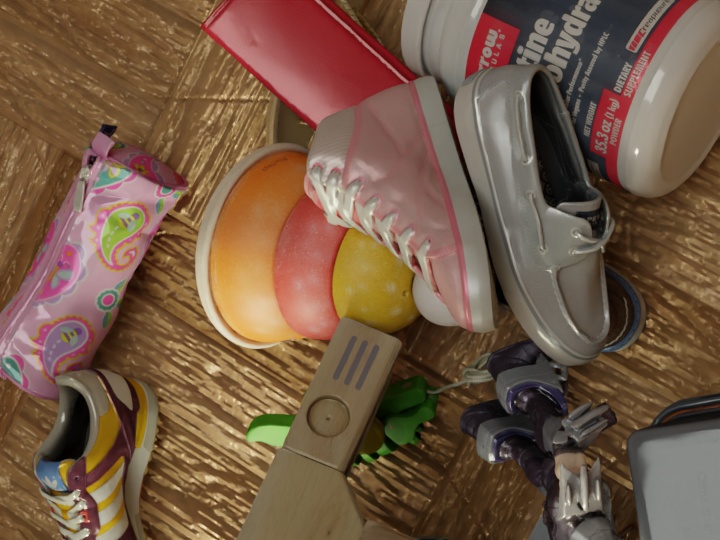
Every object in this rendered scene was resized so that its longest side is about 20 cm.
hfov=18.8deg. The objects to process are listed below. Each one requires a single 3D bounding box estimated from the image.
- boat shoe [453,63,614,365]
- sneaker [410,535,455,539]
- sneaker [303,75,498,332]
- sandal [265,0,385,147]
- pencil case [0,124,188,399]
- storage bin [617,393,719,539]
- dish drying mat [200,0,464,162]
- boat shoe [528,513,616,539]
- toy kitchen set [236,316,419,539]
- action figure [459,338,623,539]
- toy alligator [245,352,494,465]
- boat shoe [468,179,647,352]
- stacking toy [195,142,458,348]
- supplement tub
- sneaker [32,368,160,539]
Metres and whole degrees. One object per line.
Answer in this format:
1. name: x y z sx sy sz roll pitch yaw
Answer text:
1. boat shoe: 0.125 -0.036 1.373 0.068 0.072 0.200 -10 98 46
2. sneaker: 0.017 0.224 1.484 0.199 0.075 0.087 5 92 3
3. sneaker: 0.023 -0.033 1.389 0.104 0.075 0.201 -15 53 0
4. sandal: -0.002 -0.164 1.540 0.070 0.078 0.212 17 87 24
5. pencil case: -0.207 -0.004 1.615 0.087 0.087 0.200 33 101 23
6. storage bin: 0.225 0.175 1.376 0.145 0.134 0.201 -10 81 23
7. dish drying mat: -0.012 -0.131 1.500 0.200 0.018 0.077 42 85 6
8. boat shoe: 0.148 0.250 1.441 0.070 0.066 0.200 -11 63 28
9. toy kitchen set: 0.043 0.141 1.376 0.200 0.163 0.181 22 69 8
10. action figure: 0.130 0.127 1.400 0.200 0.069 0.130 -119 30 -53
11. toy alligator: 0.016 0.107 1.525 0.200 0.059 0.054 -15 122 20
12. boat shoe: 0.101 -0.012 1.480 0.200 0.072 0.072 27 97 24
13. stacking toy: 0.000 0.000 1.467 0.200 0.146 0.146 16 93 38
14. supplement tub: 0.142 -0.147 1.435 0.200 0.140 0.141 28 98 24
15. sneaker: -0.204 0.172 1.587 0.075 0.090 0.201 -5 77 37
